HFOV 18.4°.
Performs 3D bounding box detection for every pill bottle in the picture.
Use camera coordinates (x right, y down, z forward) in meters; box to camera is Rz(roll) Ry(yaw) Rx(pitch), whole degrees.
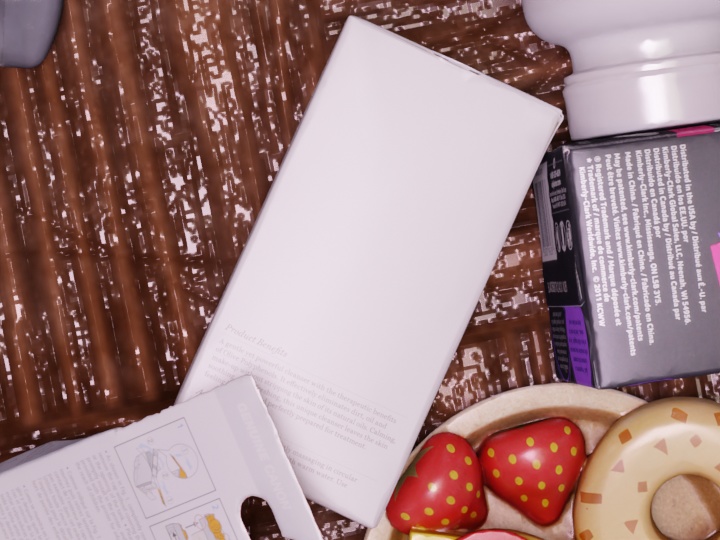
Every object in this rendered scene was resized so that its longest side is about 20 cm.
[{"bbox_3d":[0.121,-0.163,0.987,0.110,0.111,0.202,-7,91,-3],"label":"pill bottle"}]

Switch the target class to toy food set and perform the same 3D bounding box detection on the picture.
[{"bbox_3d":[0.097,0.152,1.020,0.198,0.049,0.200,6,91,-4],"label":"toy food set"}]

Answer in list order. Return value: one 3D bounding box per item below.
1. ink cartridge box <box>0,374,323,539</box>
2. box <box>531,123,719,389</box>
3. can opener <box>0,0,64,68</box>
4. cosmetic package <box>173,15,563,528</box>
[{"bbox_3d":[-0.092,0.145,0.973,0.199,0.050,0.163,-23,92,21],"label":"ink cartridge box"},{"bbox_3d":[0.184,-0.014,0.986,0.198,0.122,0.107,-7,90,-3],"label":"box"},{"bbox_3d":[-0.169,-0.065,1.001,0.066,0.053,0.202,2,92,-2],"label":"can opener"},{"bbox_3d":[0.000,0.000,0.995,0.107,0.085,0.201,26,89,-3],"label":"cosmetic package"}]
